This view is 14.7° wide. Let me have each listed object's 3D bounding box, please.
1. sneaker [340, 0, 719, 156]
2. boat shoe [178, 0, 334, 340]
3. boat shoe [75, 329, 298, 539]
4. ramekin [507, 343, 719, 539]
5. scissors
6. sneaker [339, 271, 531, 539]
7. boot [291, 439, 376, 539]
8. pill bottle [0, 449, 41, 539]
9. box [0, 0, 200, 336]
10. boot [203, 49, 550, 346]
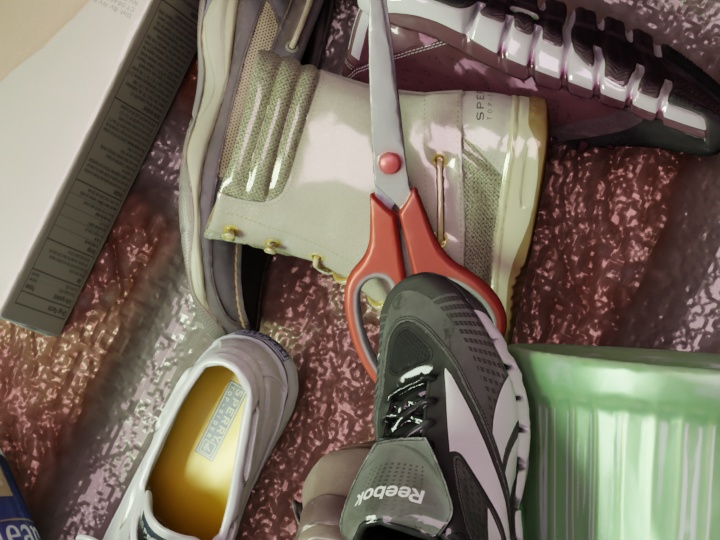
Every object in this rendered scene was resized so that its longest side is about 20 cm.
[{"bbox_3d":[0.079,-0.073,1.383,0.199,0.076,0.116,22,115,1],"label":"sneaker"},{"bbox_3d":[-0.046,-0.064,1.395,0.073,0.074,0.201,3,87,10],"label":"boat shoe"},{"bbox_3d":[-0.092,0.128,1.357,0.074,0.086,0.203,28,104,12],"label":"boat shoe"},{"bbox_3d":[0.161,0.090,1.273,0.199,0.200,0.098,4,91,12],"label":"ramekin"},{"bbox_3d":[0.009,-0.037,1.287,0.073,0.014,0.201,-17,108,11],"label":"scissors"},{"bbox_3d":[0.030,0.091,1.202,0.066,0.090,0.201,-18,69,30],"label":"sneaker"},{"bbox_3d":[0.035,0.168,1.286,0.070,0.146,0.200,-30,97,25],"label":"boot"},{"bbox_3d":[-0.213,0.145,1.383,0.111,0.111,0.201,-28,76,7],"label":"pill bottle"},{"bbox_3d":[-0.155,-0.075,1.410,0.077,0.095,0.201,26,88,15],"label":"box"},{"bbox_3d":[0.000,0.000,1.343,0.154,0.072,0.201,11,109,-2],"label":"boot"}]
